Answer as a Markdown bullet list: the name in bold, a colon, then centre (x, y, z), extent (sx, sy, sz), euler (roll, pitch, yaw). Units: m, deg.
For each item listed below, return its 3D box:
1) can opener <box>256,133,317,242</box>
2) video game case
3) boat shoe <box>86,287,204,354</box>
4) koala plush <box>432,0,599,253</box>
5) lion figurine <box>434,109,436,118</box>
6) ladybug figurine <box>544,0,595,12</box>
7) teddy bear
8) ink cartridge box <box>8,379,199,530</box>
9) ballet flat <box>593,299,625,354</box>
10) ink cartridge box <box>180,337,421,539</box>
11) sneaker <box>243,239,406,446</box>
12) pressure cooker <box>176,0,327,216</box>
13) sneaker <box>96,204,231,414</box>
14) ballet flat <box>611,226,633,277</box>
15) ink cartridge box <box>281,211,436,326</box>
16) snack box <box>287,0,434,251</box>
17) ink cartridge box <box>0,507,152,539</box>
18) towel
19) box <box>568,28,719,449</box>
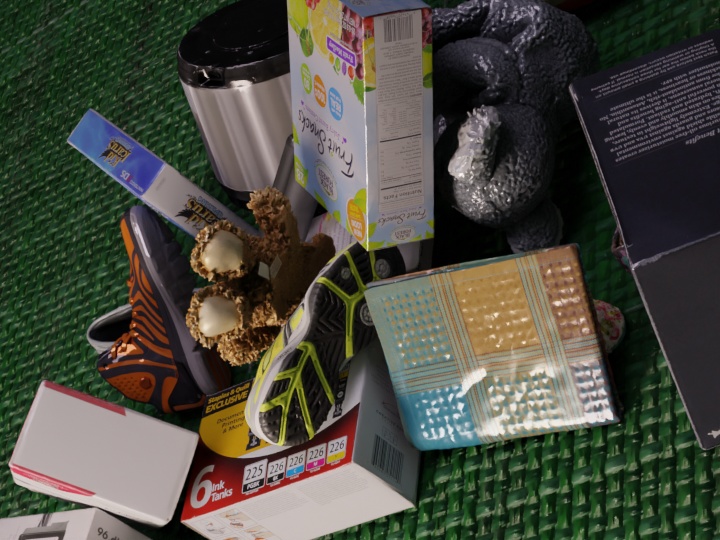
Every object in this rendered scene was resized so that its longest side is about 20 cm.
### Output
- **can opener**: centre (-0.033, -0.096, 1.782), extent (0.053, 0.067, 0.201), euler (48, 124, 55)
- **video game case**: centre (-0.176, -0.069, 1.952), extent (0.046, 0.181, 0.200), euler (-54, 35, 0)
- **boat shoe**: centre (-0.192, 0.053, 1.959), extent (0.200, 0.071, 0.070), euler (-20, 46, 38)
- **koala plush**: centre (0.116, -0.117, 1.676), extent (0.183, 0.177, 0.200), euler (-18, 42, 20)
- **lion figurine**: centre (0.048, -0.143, 1.841), extent (0.072, 0.122, 0.201), euler (22, 91, 41)
- **ladybug figurine**: centre (0.199, -0.293, 1.812), extent (0.200, 0.072, 0.136), euler (-25, 42, 33)
- **teddy bear**: centre (-0.091, 0.008, 1.661), extent (0.067, 0.145, 0.200), euler (-1, 18, 27)
- **ink cartridge box**: centre (-0.227, 0.167, 1.761), extent (0.200, 0.145, 0.084), euler (133, 156, -77)
- **ballet flat**: centre (0.118, 0.055, 1.610), extent (0.200, 0.064, 0.076), euler (-15, 49, 41)
- **ink cartridge box**: centre (-0.044, 0.134, 1.708), extent (0.200, 0.084, 0.176), euler (-23, 43, 35)
- **sneaker**: centre (-0.037, 0.051, 1.640), extent (0.200, 0.075, 0.076), euler (-55, 23, -18)
- **pressure cooker**: centre (-0.070, -0.148, 1.899), extent (0.178, 0.200, 0.176), euler (-2, 33, 27)
- **sneaker**: centre (-0.209, 0.045, 1.886), extent (0.112, 0.201, 0.078), euler (-20, 1, 20)
- **ballet flat**: centre (0.240, -0.084, 1.584), extent (0.069, 0.071, 0.200), euler (-12, 51, 44)
- **ink cartridge box**: centre (0.000, 0.000, 1.788), extent (0.200, 0.068, 0.115), euler (-24, 44, 36)
- **snack box**: centre (-0.001, -0.141, 1.642), extent (0.067, 0.201, 0.169), euler (-12, 26, -19)
- **ink cartridge box**: centre (-0.242, 0.269, 1.789), extent (0.200, 0.116, 0.068), euler (-11, 53, 43)
- **towel**: centre (0.104, 0.063, 1.572), extent (0.200, 0.022, 0.147), euler (-12, 96, 36)
- **box**: centre (0.246, -0.021, 1.393), extent (0.123, 0.200, 0.199), euler (-20, 43, 9)
